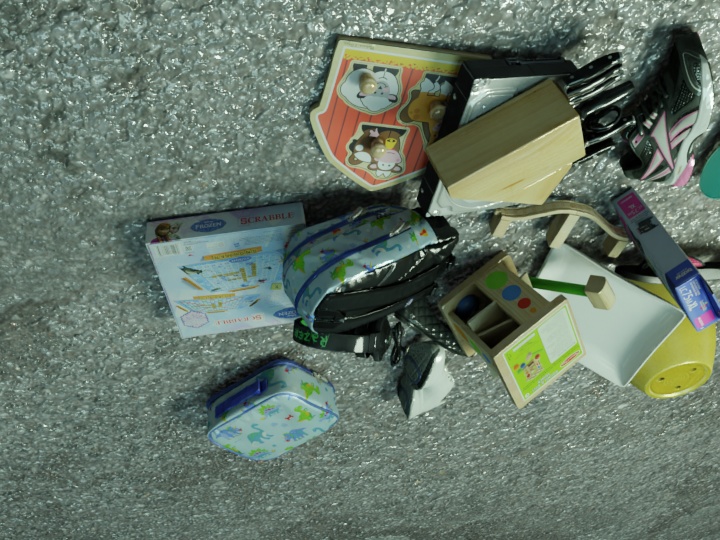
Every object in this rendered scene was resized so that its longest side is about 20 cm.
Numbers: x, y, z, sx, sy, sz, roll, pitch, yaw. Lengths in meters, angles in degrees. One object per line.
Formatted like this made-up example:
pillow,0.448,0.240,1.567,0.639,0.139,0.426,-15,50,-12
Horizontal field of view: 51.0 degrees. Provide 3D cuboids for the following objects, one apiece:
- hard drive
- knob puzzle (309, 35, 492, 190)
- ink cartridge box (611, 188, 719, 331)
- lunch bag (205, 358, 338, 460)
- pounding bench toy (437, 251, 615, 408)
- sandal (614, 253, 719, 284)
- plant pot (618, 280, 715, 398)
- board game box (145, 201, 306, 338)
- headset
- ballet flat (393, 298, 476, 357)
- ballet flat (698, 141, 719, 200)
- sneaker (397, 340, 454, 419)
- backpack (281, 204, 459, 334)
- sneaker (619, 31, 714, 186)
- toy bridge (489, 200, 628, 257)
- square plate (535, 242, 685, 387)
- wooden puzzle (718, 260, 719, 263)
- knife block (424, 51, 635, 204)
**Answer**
hard drive,0.154,-0.149,0.867,0.138,0.038,0.201,-9,141,-22
knob puzzle,0.038,-0.161,0.857,0.216,0.031,0.221,-6,140,-5
ink cartridge box,0.403,-0.004,0.979,0.042,0.201,0.119,-35,134,13
lunch bag,-0.147,0.229,1.238,0.199,0.083,0.160,-32,136,25
pounding bench toy,0.235,0.054,1.061,0.199,0.156,0.125,-37,131,-5
sandal,0.464,-0.011,1.095,0.197,0.075,0.046,-3,106,-3
plant pot,0.469,0.111,1.176,0.197,0.143,0.201,-6,140,-5
board game box,-0.162,0.004,1.001,0.197,0.042,0.201,-7,140,-4
headset,-0.006,0.097,1.037,0.122,0.095,0.199,12,-170,40
ballet flat,0.126,0.083,1.140,0.199,0.066,0.057,31,94,-43
ballet flat,0.486,-0.165,0.918,0.064,0.076,0.201,-31,155,-27
sneaker,0.115,0.172,1.246,0.086,0.075,0.201,-13,148,-15
backpack,0.000,0.000,0.939,0.199,0.154,0.164,-36,165,-31
sneaker,0.347,-0.173,0.873,0.085,0.081,0.202,-2,135,8
toy bridge,0.270,-0.062,1.010,0.197,0.027,0.068,9,136,-14
square plate,0.342,0.063,1.106,0.199,0.028,0.199,31,142,12
wooden puzzle,0.652,-0.026,1.134,0.197,0.038,0.186,11,136,-23
knife block,0.190,-0.155,0.793,0.198,0.064,0.176,0,137,-31
